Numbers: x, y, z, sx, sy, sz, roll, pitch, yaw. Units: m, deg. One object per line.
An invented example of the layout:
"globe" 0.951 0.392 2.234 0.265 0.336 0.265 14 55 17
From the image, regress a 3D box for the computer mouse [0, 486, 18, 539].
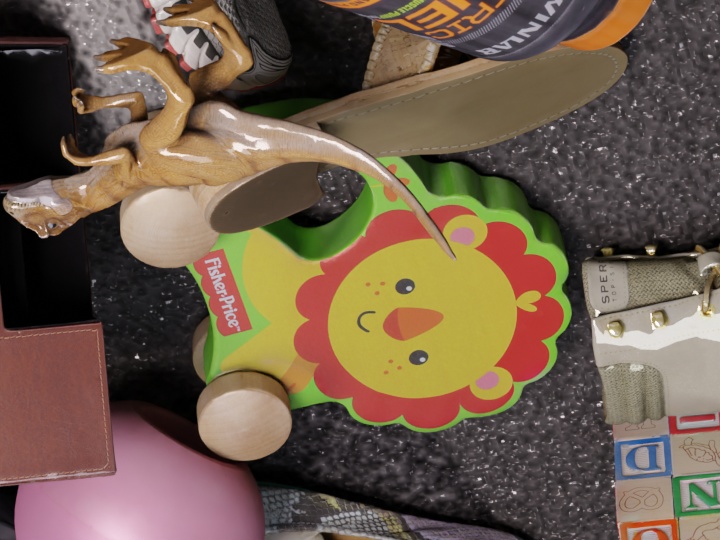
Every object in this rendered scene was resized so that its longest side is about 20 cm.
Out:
"computer mouse" -0.174 0.162 1.543 0.138 0.053 0.200 -34 134 24

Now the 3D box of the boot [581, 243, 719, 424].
"boot" 0.180 -0.003 1.374 0.154 0.072 0.201 0 131 5

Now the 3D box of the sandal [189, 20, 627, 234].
"sandal" 0.013 -0.087 1.303 0.211 0.070 0.078 -21 157 -18

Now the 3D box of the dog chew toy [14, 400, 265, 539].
"dog chew toy" -0.132 0.166 1.442 0.124 0.125 0.200 28 97 -21

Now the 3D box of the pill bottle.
"pill bottle" 0.035 -0.148 1.206 0.200 0.107 0.106 15 134 -41

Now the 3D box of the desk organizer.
"desk organizer" -0.157 -0.005 1.305 0.077 0.072 0.201 -5 92 -9

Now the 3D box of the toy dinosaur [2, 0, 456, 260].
"toy dinosaur" -0.057 -0.057 1.227 0.199 0.060 0.107 -4 123 25

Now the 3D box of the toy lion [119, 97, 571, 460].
"toy lion" 0.000 0.000 1.392 0.191 0.069 0.200 -15 129 5

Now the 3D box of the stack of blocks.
"stack of blocks" 0.226 0.113 1.441 0.199 0.115 0.059 -7 130 7

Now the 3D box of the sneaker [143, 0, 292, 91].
"sneaker" -0.061 -0.160 1.240 0.082 0.078 0.200 -11 130 9

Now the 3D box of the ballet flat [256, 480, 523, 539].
"ballet flat" -0.004 0.155 1.514 0.199 0.072 0.072 10 130 -6
